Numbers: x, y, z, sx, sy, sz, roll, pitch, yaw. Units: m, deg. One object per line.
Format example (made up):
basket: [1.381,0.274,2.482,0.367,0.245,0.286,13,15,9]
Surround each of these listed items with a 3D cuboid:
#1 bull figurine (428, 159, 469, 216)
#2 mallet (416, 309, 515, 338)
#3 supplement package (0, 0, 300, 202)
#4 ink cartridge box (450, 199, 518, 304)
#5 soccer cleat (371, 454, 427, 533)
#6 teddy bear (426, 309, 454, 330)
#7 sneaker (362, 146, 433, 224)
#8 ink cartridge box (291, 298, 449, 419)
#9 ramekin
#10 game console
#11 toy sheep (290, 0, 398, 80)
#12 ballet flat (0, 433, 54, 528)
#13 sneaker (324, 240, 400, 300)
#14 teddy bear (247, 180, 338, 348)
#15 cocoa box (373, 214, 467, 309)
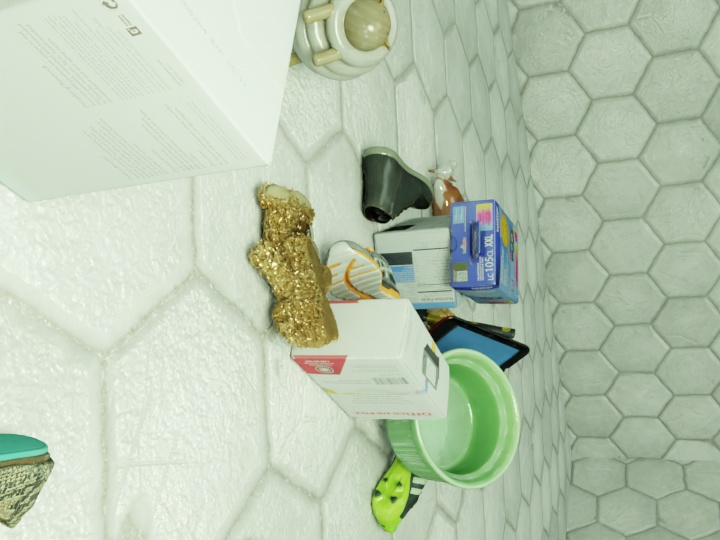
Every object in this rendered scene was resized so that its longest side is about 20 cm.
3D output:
bull figurine: [0.189,-0.127,1.474,0.121,0.065,0.201,9,80,-59]
mallet: [0.162,0.096,1.208,0.066,0.199,0.041,-50,146,-46]
supplement package: [-0.165,-0.154,0.437,0.152,0.199,0.152,50,41,-55]
ink cartridge box: [0.195,-0.028,1.114,0.200,0.076,0.137,25,64,-62]
soccer cleat: [0.080,0.321,1.112,0.200,0.067,0.081,-45,138,-40]
teddy bear: [0.152,0.142,1.312,0.200,0.066,0.146,-64,141,-50]
sneaker: [0.057,-0.115,1.160,0.200,0.074,0.107,28,64,-54]
ink cartridge box: [0.020,0.120,0.914,0.200,0.147,0.086,55,38,-53]
ramekin: [0.135,0.224,1.061,0.199,0.098,0.201,9,72,-31]
game console: [0.168,0.187,1.173,0.199,0.118,0.173,22,71,-30]
toy sheep: [-0.028,-0.299,0.865,0.137,0.200,0.139,-12,114,-28]
ballet flat: [-0.250,0.121,0.371,0.200,0.067,0.076,39,66,-63]
sneaker: [0.000,0.000,0.998,0.200,0.078,0.078,50,28,-60]
teddy bear: [-0.081,-0.006,0.818,0.145,0.066,0.201,-48,124,-72]
cocoa box: [0.122,-0.018,1.204,0.200,0.133,0.132,-27,112,-66]
